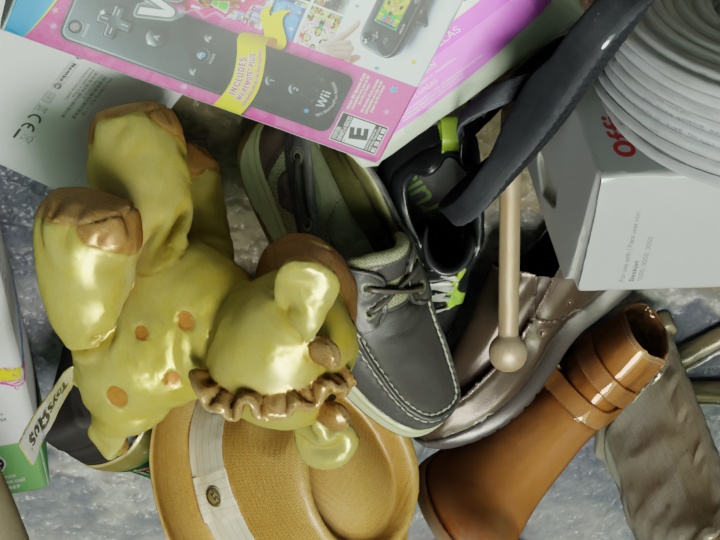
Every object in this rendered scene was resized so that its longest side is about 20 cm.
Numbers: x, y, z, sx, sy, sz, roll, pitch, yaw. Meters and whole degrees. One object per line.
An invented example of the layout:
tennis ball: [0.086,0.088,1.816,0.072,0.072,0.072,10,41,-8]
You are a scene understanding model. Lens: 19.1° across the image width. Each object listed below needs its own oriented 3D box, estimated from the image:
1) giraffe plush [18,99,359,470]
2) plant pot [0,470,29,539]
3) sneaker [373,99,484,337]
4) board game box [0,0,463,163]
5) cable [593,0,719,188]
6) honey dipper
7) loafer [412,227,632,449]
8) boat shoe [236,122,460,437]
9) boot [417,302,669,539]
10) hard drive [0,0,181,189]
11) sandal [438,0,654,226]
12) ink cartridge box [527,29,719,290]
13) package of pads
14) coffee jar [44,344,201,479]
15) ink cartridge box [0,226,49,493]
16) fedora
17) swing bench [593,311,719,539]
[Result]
giraffe plush: [-0.072,0.023,1.124,0.162,0.200,0.173,6,156,22]
plant pot: [-0.260,0.147,1.161,0.187,0.187,0.200,-4,119,-9]
sneaker: [0.034,-0.015,1.244,0.072,0.083,0.200,-5,131,-8]
board game box: [-0.054,-0.153,1.029,0.200,0.064,0.148,19,120,-15]
cable: [0.223,-0.115,1.121,0.199,0.200,0.069,-1,127,-4]
honey dipper: [0.084,-0.041,1.197,0.038,0.038,0.201,-1,98,-11]
loafer: [0.093,0.021,1.287,0.200,0.073,0.071,-46,115,-3]
boat shoe: [0.000,-0.001,1.191,0.072,0.201,0.066,-29,-179,-33]
boot: [0.115,0.096,1.295,0.155,0.200,0.074,-38,103,22]
hard drive: [-0.193,-0.123,1.138,0.200,0.027,0.132,25,121,-30]
sandal: [0.089,-0.094,1.099,0.043,0.076,0.200,41,141,5]
ink cartridge box: [0.202,-0.066,1.195,0.199,0.145,0.085,-3,131,-11]
package of pads: [-0.003,-0.164,1.106,0.154,0.068,0.200,-34,121,17]
coffee jar: [-0.094,0.091,1.292,0.200,0.105,0.085,28,151,-31]
ink cartridge box: [-0.267,0.042,1.225,0.144,0.084,0.200,-9,132,-4]
fedora: [-0.026,0.113,1.229,0.200,0.201,0.082,28,150,-31]
swing bench: [0.257,0.120,1.334,0.199,0.199,0.130,-15,132,0]
